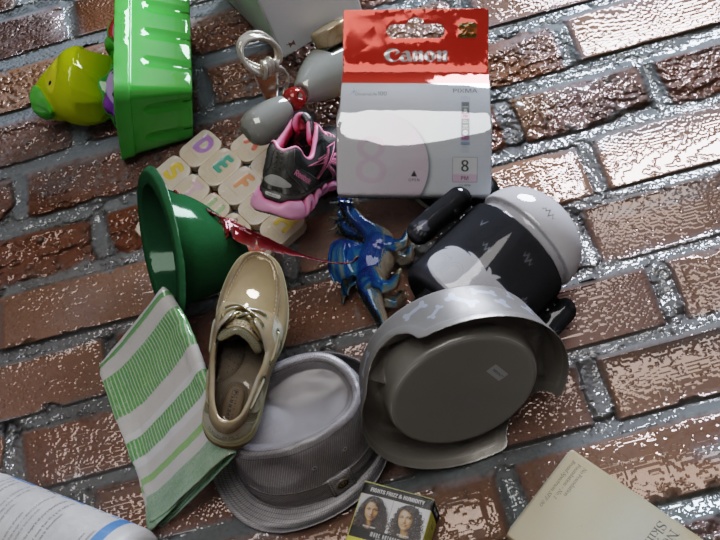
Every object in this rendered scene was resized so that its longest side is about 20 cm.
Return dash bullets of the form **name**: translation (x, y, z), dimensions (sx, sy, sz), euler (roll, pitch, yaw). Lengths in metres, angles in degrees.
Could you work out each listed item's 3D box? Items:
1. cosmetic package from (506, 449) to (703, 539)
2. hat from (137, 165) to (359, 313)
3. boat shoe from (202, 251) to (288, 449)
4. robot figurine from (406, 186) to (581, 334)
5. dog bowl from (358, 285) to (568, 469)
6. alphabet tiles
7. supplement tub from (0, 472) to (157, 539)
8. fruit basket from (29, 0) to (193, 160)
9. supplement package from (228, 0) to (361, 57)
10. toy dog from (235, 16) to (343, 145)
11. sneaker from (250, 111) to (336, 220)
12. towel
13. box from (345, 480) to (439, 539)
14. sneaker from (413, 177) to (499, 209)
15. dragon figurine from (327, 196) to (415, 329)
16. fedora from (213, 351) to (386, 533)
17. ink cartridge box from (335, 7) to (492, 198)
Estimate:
- **cosmetic package**: translation (0.237, 0.260, 0.942), dimensions (0.200, 0.073, 0.104), euler (32, 72, 27)
- **hat**: translation (-0.132, -0.030, 1.175), dimensions (0.175, 0.166, 0.201), euler (-11, 58, -22)
- **boat shoe**: translation (-0.108, 0.063, 1.016), dimensions (0.072, 0.065, 0.201), euler (10, 61, -1)
- **robot figurine**: translation (0.128, 0.006, 1.081), dimensions (0.200, 0.150, 0.125), euler (-42, 36, -12)
- **dog bowl**: translation (0.089, 0.097, 1.000), dimensions (0.199, 0.200, 0.059), euler (-21, 45, -1)
- **alphabet tiles**: translation (-0.156, -0.079, 1.251), dimensions (0.195, 0.015, 0.200), euler (-41, 61, -12)
- **supplement tub**: translation (-0.300, 0.275, 1.014), dimensions (0.199, 0.132, 0.132), euler (16, 65, 19)
- **fruit basket**: translation (-0.303, -0.241, 1.308), dimensions (0.214, 0.156, 0.216), euler (4, 58, -6)
- **supplement package**: translation (-0.105, -0.371, 1.320), dimensions (0.117, 0.117, 0.200), euler (-32, 45, -7)
- **toy dog**: translation (-0.070, -0.214, 1.258), dimensions (0.199, 0.096, 0.133), euler (-18, 96, -31)
- **sneaker**: translation (-0.053, -0.131, 1.175), dimensions (0.079, 0.096, 0.200), euler (12, 29, 14)
- **towel**: translation (-0.199, 0.136, 1.085), dimensions (0.153, 0.023, 0.201), euler (-46, 53, 31)
- **box**: translation (0.009, 0.299, 0.981), dimensions (0.075, 0.050, 0.201), euler (12, 65, 17)
- **sneaker**: translation (0.064, -0.130, 1.187), dimensions (0.200, 0.090, 0.070), euler (36, 73, 27)
- **dragon figurine**: translation (0.000, 0.000, 1.146), dimensions (0.099, 0.059, 0.201), euler (4, 61, 14)
- **fedora**: translation (-0.065, 0.151, 1.056), dimensions (0.199, 0.090, 0.177), euler (-25, 59, -2)
- **ink cartridge box**: translation (0.056, -0.176, 1.135), dimensions (0.162, 0.057, 0.201), euler (0, 95, 3)
